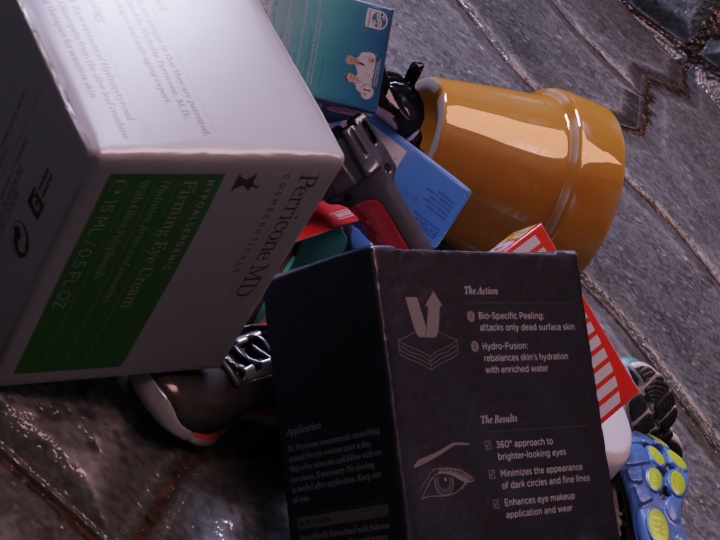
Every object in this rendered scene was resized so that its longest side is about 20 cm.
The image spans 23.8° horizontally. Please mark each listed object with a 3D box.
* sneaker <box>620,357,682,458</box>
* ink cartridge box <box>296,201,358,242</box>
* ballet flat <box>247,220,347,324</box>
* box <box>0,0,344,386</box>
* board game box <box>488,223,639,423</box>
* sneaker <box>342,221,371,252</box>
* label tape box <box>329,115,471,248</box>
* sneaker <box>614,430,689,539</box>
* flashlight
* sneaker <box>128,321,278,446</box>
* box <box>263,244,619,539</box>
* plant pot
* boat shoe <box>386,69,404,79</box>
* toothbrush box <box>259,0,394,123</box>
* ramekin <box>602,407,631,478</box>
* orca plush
[{"bbox_3d":[0.236,0.132,1.544,0.080,0.077,0.201,50,-9,31],"label":"sneaker"},{"bbox_3d":[-0.100,-0.079,1.296,0.175,0.045,0.200,23,16,17],"label":"ink cartridge box"},{"bbox_3d":[-0.072,-0.014,1.312,0.075,0.068,0.200,32,23,8],"label":"ballet flat"},{"bbox_3d":[-0.152,-0.069,1.024,0.170,0.200,0.201,-3,51,-38],"label":"box"},{"bbox_3d":[0.093,0.082,1.260,0.199,0.046,0.152,-36,97,-28],"label":"board game box"},{"bbox_3d":[0.000,0.000,1.417,0.066,0.079,0.200,28,8,-47],"label":"sneaker"},{"bbox_3d":[-0.011,-0.090,1.510,0.144,0.064,0.200,36,-8,-23],"label":"label tape box"},{"bbox_3d":[0.235,0.217,1.420,0.070,0.083,0.201,15,45,-19],"label":"sneaker"},{"bbox_3d":[0.021,-0.013,1.298,0.201,0.068,0.068,57,32,-13],"label":"flashlight"},{"bbox_3d":[-0.077,0.059,1.140,0.077,0.082,0.199,52,23,16],"label":"sneaker"},{"bbox_3d":[0.053,0.093,1.118,0.195,0.117,0.203,2,78,-42],"label":"box"},{"bbox_3d":[0.122,-0.096,1.636,0.182,0.201,0.201,20,31,-25],"label":"plant pot"},{"bbox_3d":[0.006,-0.168,1.675,0.073,0.068,0.199,38,17,13],"label":"boat shoe"},{"bbox_3d":[-0.095,-0.176,1.316,0.198,0.086,0.146,10,-3,-21],"label":"toothbrush box"},{"bbox_3d":[0.131,0.112,1.402,0.200,0.098,0.201,37,24,-19],"label":"ramekin"},{"bbox_3d":[0.022,-0.157,1.462,0.105,0.072,0.200,31,-7,9],"label":"orca plush"}]
